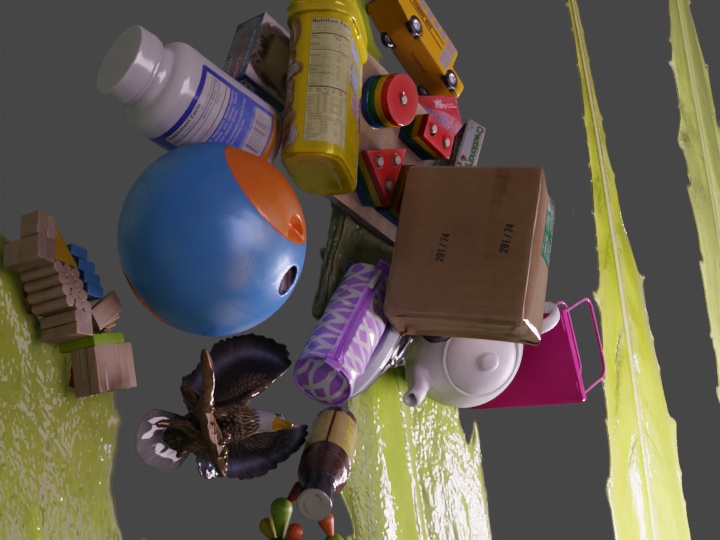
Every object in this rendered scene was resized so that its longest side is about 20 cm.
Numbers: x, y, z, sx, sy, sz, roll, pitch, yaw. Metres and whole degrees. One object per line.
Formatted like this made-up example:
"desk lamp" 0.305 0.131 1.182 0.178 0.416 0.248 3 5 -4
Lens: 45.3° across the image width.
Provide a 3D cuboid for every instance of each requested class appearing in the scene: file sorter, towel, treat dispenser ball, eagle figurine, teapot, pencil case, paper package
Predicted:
"file sorter" 0.271 0.128 1.370 0.125 0.198 0.142 -19 96 -51
"towel" 0.000 0.000 1.209 0.148 0.036 0.203 32 59 -41
"treat dispenser ball" -0.156 -0.032 0.914 0.199 0.199 0.205 13 73 -46
"eagle figurine" -0.140 0.165 0.971 0.153 0.150 0.200 -57 173 7
"teapot" 0.161 0.110 1.235 0.195 0.146 0.203 20 91 -20
"pencil case" -0.012 0.073 1.067 0.083 0.086 0.201 35 44 -8
"paper package" 0.140 -0.019 1.084 0.104 0.187 0.204 47 50 -62

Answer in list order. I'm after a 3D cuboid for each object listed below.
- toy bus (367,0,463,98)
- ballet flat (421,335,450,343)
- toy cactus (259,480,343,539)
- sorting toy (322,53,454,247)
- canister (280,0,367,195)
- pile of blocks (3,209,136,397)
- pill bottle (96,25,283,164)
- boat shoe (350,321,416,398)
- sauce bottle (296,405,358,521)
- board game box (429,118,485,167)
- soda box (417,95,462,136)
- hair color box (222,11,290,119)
"toy bus" 0.092 -0.361 1.367 0.200 0.064 0.079 49 48 -30
"ballet flat" 0.135 0.008 1.173 0.073 0.072 0.203 33 76 -39
"toy cactus" -0.080 0.369 1.019 0.164 0.102 0.203 -30 108 -28
"sorting toy" 0.045 -0.162 1.179 0.198 0.069 0.203 33 68 -46
"canister" -0.043 -0.209 1.042 0.149 0.085 0.204 58 33 -72
"pile of blocks" -0.291 0.037 0.858 0.082 0.061 0.203 -52 126 -62
"pill bottle" -0.191 -0.183 0.972 0.199 0.111 0.114 31 60 -40
"boat shoe" 0.040 0.097 1.157 0.201 0.072 0.071 -53 124 -22
"sauce bottle" -0.042 0.228 1.027 0.200 0.064 0.066 -63 134 -74
"board game box" 0.125 -0.118 1.294 0.034 0.126 0.202 28 52 -11
"soda box" 0.075 -0.227 1.321 0.198 0.063 0.071 -14 92 -49
"hair color box" -0.087 -0.232 1.139 0.199 0.060 0.102 35 58 -39
